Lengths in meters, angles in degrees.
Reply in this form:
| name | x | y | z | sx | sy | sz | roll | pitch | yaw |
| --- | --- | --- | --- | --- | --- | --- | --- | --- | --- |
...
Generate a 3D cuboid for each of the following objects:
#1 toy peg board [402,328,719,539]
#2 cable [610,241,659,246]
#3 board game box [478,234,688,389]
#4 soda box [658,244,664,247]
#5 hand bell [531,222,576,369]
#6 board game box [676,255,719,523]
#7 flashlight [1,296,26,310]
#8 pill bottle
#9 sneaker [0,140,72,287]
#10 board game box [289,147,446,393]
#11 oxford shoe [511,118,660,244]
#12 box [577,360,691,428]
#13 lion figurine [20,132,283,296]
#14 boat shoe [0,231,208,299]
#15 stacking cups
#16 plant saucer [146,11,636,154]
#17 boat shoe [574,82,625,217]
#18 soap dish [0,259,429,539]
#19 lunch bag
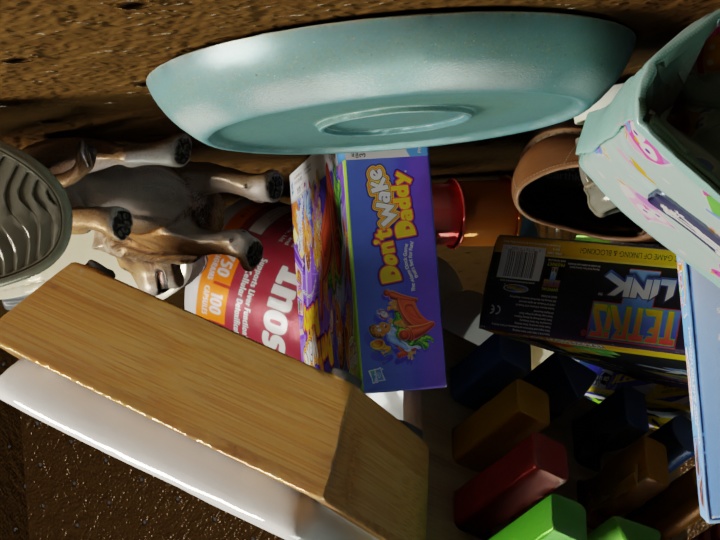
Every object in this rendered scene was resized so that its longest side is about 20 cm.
| name | x | y | z | sx | sy | sz | roll | pitch | yaw |
| --- | --- | --- | --- | --- | --- | --- | --- | --- | --- |
| toy peg board | 0.131 | 0.124 | 0.974 | 0.199 | 0.200 | 0.098 | 26 | 133 | -26 |
| cable | 0.257 | -0.018 | 1.139 | 0.199 | 0.070 | 0.200 | 5 | 151 | -20 |
| board game box | 0.190 | 0.032 | 0.933 | 0.199 | 0.057 | 0.165 | 6 | 170 | 45 |
| soda box | 0.261 | -0.018 | 1.009 | 0.199 | 0.064 | 0.068 | 17 | 138 | -29 |
| hand bell | 0.125 | -0.004 | 1.138 | 0.103 | 0.105 | 0.201 | -5 | 140 | -3 |
| board game box | 0.215 | 0.003 | 0.778 | 0.150 | 0.201 | 0.037 | -5 | 177 | 3 |
| flashlight | -0.159 | -0.002 | 1.298 | 0.199 | 0.068 | 0.068 | -4 | 176 | 4 |
| pill bottle | -0.006 | 0.030 | 1.153 | 0.199 | 0.114 | 0.113 | 19 | -171 | 29 |
| sneaker | -0.219 | -0.031 | 0.784 | 0.199 | 0.075 | 0.106 | 4 | -178 | 2 |
| board game box | 0.000 | 0.000 | 0.982 | 0.044 | 0.135 | 0.200 | -4 | 176 | -10 |
| oxford shoe | 0.172 | -0.034 | 0.894 | 0.199 | 0.072 | 0.071 | 1 | -157 | 17 |
| box | 0.219 | 0.063 | 1.063 | 0.199 | 0.070 | 0.064 | 9 | 162 | 45 |
| lion figurine | -0.121 | -0.037 | 0.880 | 0.122 | 0.073 | 0.200 | 8 | 169 | 29 |
| boat shoe | -0.164 | -0.012 | 1.122 | 0.199 | 0.072 | 0.059 | -3 | -175 | 41 |
| stacking cups | 0.116 | -0.034 | 1.195 | 0.199 | 0.061 | 0.060 | -4 | 177 | -17 |
| plant saucer | 0.013 | -0.071 | 0.725 | 0.199 | 0.028 | 0.200 | -5 | 177 | 0 |
| boat shoe | 0.201 | -0.063 | 0.836 | 0.200 | 0.061 | 0.072 | -5 | 178 | 2 |
| soap dish | -0.067 | 0.074 | 0.882 | 0.199 | 0.082 | 0.157 | 23 | 171 | 25 |
| lunch bag | 0.186 | -0.043 | 0.673 | 0.199 | 0.123 | 0.170 | 3 | 179 | 1 |
